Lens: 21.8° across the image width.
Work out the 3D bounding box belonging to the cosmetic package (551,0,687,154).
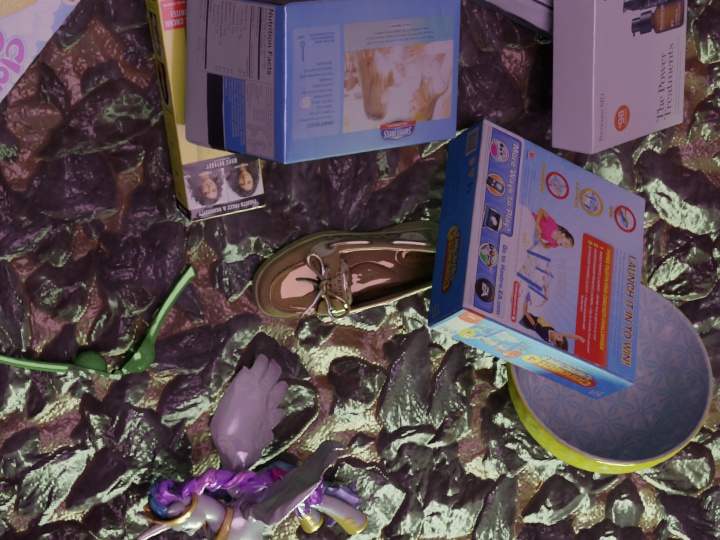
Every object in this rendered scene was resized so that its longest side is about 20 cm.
[{"bbox_3d":[0.236,-0.219,1.698,0.151,0.052,0.200,-20,116,-43],"label":"cosmetic package"}]

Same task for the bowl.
[{"bbox_3d":[0.226,0.114,1.790,0.200,0.200,0.108,-12,154,-17],"label":"bowl"}]

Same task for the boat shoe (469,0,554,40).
[{"bbox_3d":[0.128,-0.265,1.670,0.200,0.074,0.067,21,94,-39],"label":"boat shoe"}]

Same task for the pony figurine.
[{"bbox_3d":[-0.087,0.203,1.700,0.193,0.167,0.200,-47,132,7],"label":"pony figurine"}]

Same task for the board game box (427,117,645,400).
[{"bbox_3d":[0.164,-0.009,1.706,0.196,0.056,0.200,24,57,-26],"label":"board game box"}]

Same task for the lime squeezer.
[{"bbox_3d":[-0.226,0.066,1.650,0.200,0.038,0.071,-22,113,-13],"label":"lime squeezer"}]

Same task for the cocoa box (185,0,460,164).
[{"bbox_3d":[-0.029,-0.171,1.561,0.200,0.131,0.134,-12,109,-41],"label":"cocoa box"}]

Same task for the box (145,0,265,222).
[{"bbox_3d":[-0.133,-0.148,1.610,0.075,0.050,0.200,-12,110,-17],"label":"box"}]

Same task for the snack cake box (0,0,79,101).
[{"bbox_3d":[-0.319,-0.200,1.512,0.115,0.067,0.200,37,91,-26],"label":"snack cake box"}]

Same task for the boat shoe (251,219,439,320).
[{"bbox_3d":[0.000,0.000,1.702,0.200,0.063,0.073,-17,113,-15],"label":"boat shoe"}]
